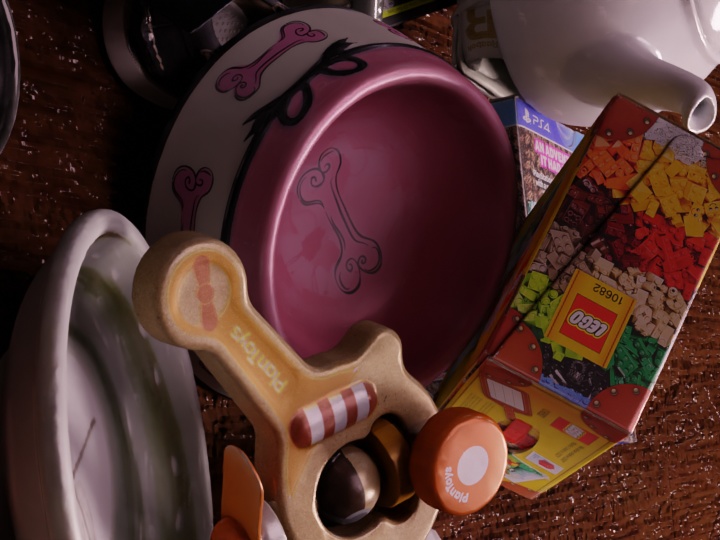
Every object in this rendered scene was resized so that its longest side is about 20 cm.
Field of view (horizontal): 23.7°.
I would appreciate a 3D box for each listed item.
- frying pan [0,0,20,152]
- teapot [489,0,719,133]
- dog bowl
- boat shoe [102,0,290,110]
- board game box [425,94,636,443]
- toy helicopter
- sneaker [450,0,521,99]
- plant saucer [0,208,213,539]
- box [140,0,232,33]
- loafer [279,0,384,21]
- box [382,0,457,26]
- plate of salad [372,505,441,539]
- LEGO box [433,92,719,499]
[{"bbox_3d":[-0.176,-0.052,0.639,0.115,0.031,0.191,40,50,-52],"label":"frying pan"},{"bbox_3d":[0.171,-0.182,1.007,0.197,0.145,0.202,-15,101,-61],"label":"teapot"},{"bbox_3d":[-0.005,-0.022,0.823,0.199,0.074,0.202,-17,115,-40],"label":"dog bowl"},{"bbox_3d":[-0.050,-0.107,0.873,0.200,0.060,0.075,21,63,-60],"label":"boat shoe"},{"bbox_3d":[0.094,0.011,1.079,0.159,0.096,0.202,17,66,-61],"label":"board game box"},{"bbox_3d":[-0.035,0.066,0.728,0.132,0.079,0.200,-50,125,-16],"label":"toy helicopter"},{"bbox_3d":[0.078,-0.187,1.044,0.200,0.073,0.116,51,36,-47],"label":"sneaker"},{"bbox_3d":[-0.106,0.078,0.680,0.200,0.050,0.202,-8,90,-82],"label":"plant saucer"},{"bbox_3d":[-0.082,-0.236,0.754,0.148,0.107,0.201,32,49,-27],"label":"box"},{"bbox_3d":[-0.020,-0.206,0.905,0.075,0.069,0.201,-85,176,-63],"label":"loafer"},{"bbox_3d":[0.010,-0.233,1.056,0.200,0.044,0.161,-34,112,-61],"label":"box"},{"bbox_3d":[0.036,0.185,0.890,0.201,0.048,0.200,61,-6,11],"label":"plate of salad"},{"bbox_3d":[0.108,0.021,0.878,0.150,0.077,0.200,-62,179,-17],"label":"LEGO box"}]
